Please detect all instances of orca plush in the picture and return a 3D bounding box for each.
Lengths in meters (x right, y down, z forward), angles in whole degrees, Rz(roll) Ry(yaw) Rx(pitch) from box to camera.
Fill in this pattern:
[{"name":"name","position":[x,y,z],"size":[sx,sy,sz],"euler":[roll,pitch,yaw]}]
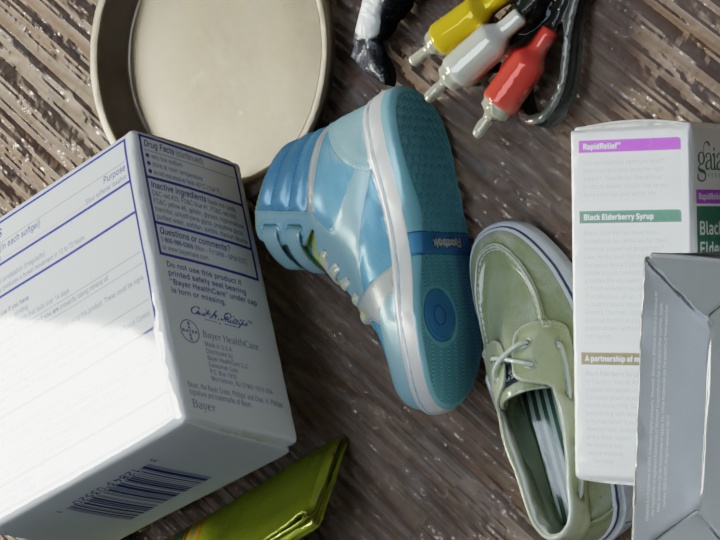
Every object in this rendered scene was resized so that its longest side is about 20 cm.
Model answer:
[{"name":"orca plush","position":[0.048,-0.205,1.544],"size":[0.071,0.105,0.201],"euler":[14,106,-1]}]

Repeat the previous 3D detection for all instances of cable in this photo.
[{"name":"cable","position":[0.113,-0.163,1.507],"size":[0.097,0.050,0.200],"euler":[49,118,24]}]

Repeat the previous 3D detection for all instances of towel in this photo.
[{"name":"towel","position":[-0.091,0.172,1.650],"size":[0.200,0.086,0.018],"euler":[-33,114,32]}]

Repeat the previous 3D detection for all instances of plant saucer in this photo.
[{"name":"plant saucer","position":[-0.093,-0.140,1.671],"size":[0.199,0.029,0.201],"euler":[0,91,35]}]

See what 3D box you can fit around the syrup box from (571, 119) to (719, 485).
[{"name":"syrup box","position":[0.172,0.017,1.452],"size":[0.081,0.079,0.201],"euler":[1,91,36]}]

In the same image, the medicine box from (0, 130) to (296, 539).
[{"name":"medicine box","position":[-0.153,0.046,1.617],"size":[0.182,0.103,0.201],"euler":[-29,60,33]}]

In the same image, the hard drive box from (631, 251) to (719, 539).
[{"name":"hard drive box","position":[0.223,0.069,1.342],"size":[0.076,0.200,0.157],"euler":[5,95,35]}]

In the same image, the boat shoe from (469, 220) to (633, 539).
[{"name":"boat shoe","position":[0.107,0.063,1.509],"size":[0.072,0.062,0.201],"euler":[-29,73,32]}]

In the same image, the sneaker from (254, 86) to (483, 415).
[{"name":"sneaker","position":[0.000,0.000,1.579],"size":[0.130,0.079,0.201],"euler":[-17,71,33]}]

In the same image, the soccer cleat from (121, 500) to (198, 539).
[{"name":"soccer cleat","position":[-0.150,0.130,1.693],"size":[0.200,0.065,0.084],"euler":[-35,81,33]}]
